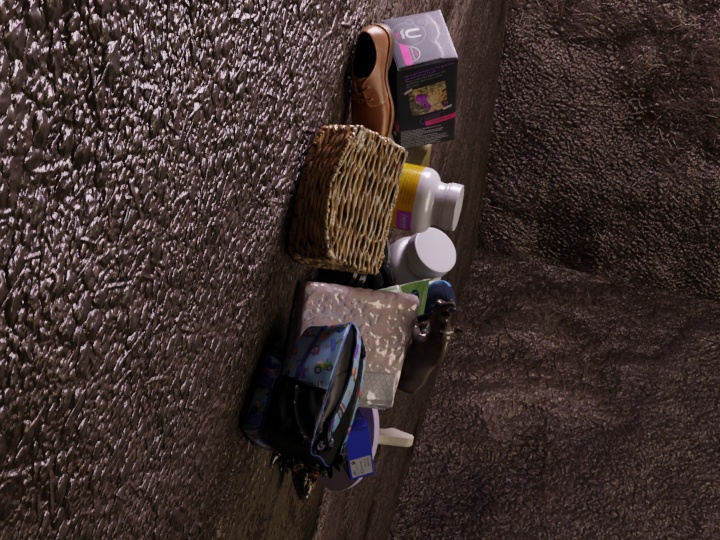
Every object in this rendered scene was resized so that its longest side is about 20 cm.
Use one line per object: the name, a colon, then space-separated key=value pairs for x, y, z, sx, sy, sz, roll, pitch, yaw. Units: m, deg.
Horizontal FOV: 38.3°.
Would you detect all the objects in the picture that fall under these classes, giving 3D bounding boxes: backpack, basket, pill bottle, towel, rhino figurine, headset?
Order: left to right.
backpack: x=-0.069 y=0.165 z=1.480 sx=0.183 sy=0.134 sz=0.200 roll=65 pitch=40 yaw=-71
basket: x=-0.047 y=-0.105 z=1.480 sx=0.143 sy=0.149 sz=0.200 roll=18 pitch=84 yaw=-46
towel: x=-0.016 y=0.119 z=1.604 sx=0.032 sy=0.200 sz=0.191 roll=28 pitch=-72 yaw=61
headset: x=0.000 y=0.000 z=1.706 sx=0.094 sy=0.123 sz=0.200 roll=59 pitch=-44 yaw=44
pill bottle: x=0.056 y=-0.118 z=1.619 sx=0.104 sy=0.200 sz=0.104 roll=13 pitch=90 yaw=-79
pill bottle: x=0.085 y=0.002 z=1.922 sx=0.200 sy=0.114 sz=0.114 roll=-38 pitch=-155 yaw=51
rhino figurine: x=0.104 y=0.118 z=1.656 sx=0.200 sy=0.060 sz=0.088 roll=-56 pitch=-137 yaw=37

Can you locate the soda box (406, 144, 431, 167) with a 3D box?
soda box: x=0.068 y=-0.156 z=1.799 sx=0.200 sy=0.068 sz=0.064 roll=-62 pitch=161 yaw=-53

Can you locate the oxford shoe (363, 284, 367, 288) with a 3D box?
oxford shoe: x=-0.009 y=0.005 z=1.788 sx=0.084 sy=0.073 sz=0.200 roll=-93 pitch=-161 yaw=-72

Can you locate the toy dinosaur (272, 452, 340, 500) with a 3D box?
toy dinosaur: x=-0.091 y=0.280 z=1.698 sx=0.136 sy=0.102 sz=0.200 roll=-96 pitch=171 yaw=-81

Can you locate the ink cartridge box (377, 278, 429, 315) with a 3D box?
ink cartridge box: x=0.024 y=0.085 z=1.697 sx=0.104 sy=0.200 sz=0.059 roll=94 pitch=-20 yaw=-51

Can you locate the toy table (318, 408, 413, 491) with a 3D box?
toy table: x=-0.008 y=0.296 z=1.909 sx=0.117 sy=0.184 sz=0.200 roll=-5 pitch=120 yaw=-61

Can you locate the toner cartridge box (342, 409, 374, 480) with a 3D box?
toner cartridge box: x=-0.032 y=0.244 z=1.699 sx=0.200 sy=0.043 sz=0.095 roll=-127 pitch=-152 yaw=-59

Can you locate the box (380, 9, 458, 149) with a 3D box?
box: x=0.097 y=-0.317 z=1.748 sx=0.200 sy=0.106 sz=0.122 roll=87 pitch=-10 yaw=-55

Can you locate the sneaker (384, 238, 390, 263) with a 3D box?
sneaker: x=0.004 y=0.014 z=1.851 sx=0.080 sy=0.074 sz=0.200 roll=-41 pitch=142 yaw=-69

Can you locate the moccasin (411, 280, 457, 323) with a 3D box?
moccasin: x=0.080 y=0.089 z=1.852 sx=0.080 sy=0.200 sz=0.068 roll=0 pitch=61 yaw=-63

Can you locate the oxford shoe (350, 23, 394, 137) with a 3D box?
oxford shoe: x=0.008 y=-0.271 z=1.577 sx=0.071 sy=0.071 sz=0.200 roll=-33 pitch=126 yaw=-61
